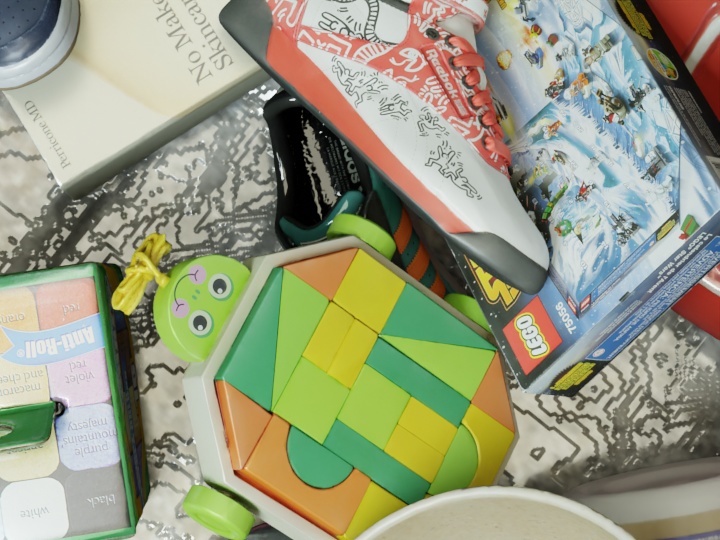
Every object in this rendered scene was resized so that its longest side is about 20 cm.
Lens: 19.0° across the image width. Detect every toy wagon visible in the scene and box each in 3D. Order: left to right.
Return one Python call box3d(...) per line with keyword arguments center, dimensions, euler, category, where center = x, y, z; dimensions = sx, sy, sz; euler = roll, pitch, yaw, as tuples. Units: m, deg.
box3d(center=(-0.021, 0.052, 0.962), dimensions=(0.200, 0.040, 0.156), euler=(36, 70, -22), category="toy wagon")

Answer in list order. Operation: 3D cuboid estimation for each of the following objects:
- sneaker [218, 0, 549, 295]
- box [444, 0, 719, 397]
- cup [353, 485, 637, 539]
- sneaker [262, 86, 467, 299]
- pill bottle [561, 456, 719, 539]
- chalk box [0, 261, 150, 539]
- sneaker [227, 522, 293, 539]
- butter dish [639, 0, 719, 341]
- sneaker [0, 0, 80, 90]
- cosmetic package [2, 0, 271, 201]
box3d(center=(0.037, -0.089, 0.966), dimensions=(0.108, 0.067, 0.201), euler=(-46, 70, 1), category="sneaker")
box3d(center=(0.088, -0.062, 0.989), dimensions=(0.137, 0.040, 0.201), euler=(-45, 55, 31), category="box")
box3d(center=(0.076, 0.207, 0.927), dimensions=(0.199, 0.143, 0.202), euler=(-10, 67, 24), category="cup")
box3d(center=(0.000, 0.000, 1.042), dimensions=(0.071, 0.080, 0.201), euler=(-24, 85, 27), category="sneaker")
box3d(center=(0.169, 0.197, 1.038), dimensions=(0.119, 0.120, 0.201), euler=(-10, 90, -4), category="pill bottle")
box3d(center=(-0.166, 0.064, 0.980), dimensions=(0.124, 0.200, 0.125), euler=(-8, 89, -4), category="chalk box")
box3d(center=(-0.048, 0.199, 1.055), dimensions=(0.115, 0.076, 0.201), euler=(30, 77, 3), category="sneaker")
box3d(center=(0.215, -0.072, 1.042), dimensions=(0.199, 0.148, 0.200), euler=(34, 127, 6), category="butter dish")
box3d(center=(-0.191, -0.178, 0.983), dimensions=(0.070, 0.109, 0.201), euler=(-25, 53, 1), category="sneaker")
box3d(center=(-0.085, -0.131, 1.054), dimensions=(0.199, 0.073, 0.104), euler=(-33, 90, -5), category="cosmetic package")
